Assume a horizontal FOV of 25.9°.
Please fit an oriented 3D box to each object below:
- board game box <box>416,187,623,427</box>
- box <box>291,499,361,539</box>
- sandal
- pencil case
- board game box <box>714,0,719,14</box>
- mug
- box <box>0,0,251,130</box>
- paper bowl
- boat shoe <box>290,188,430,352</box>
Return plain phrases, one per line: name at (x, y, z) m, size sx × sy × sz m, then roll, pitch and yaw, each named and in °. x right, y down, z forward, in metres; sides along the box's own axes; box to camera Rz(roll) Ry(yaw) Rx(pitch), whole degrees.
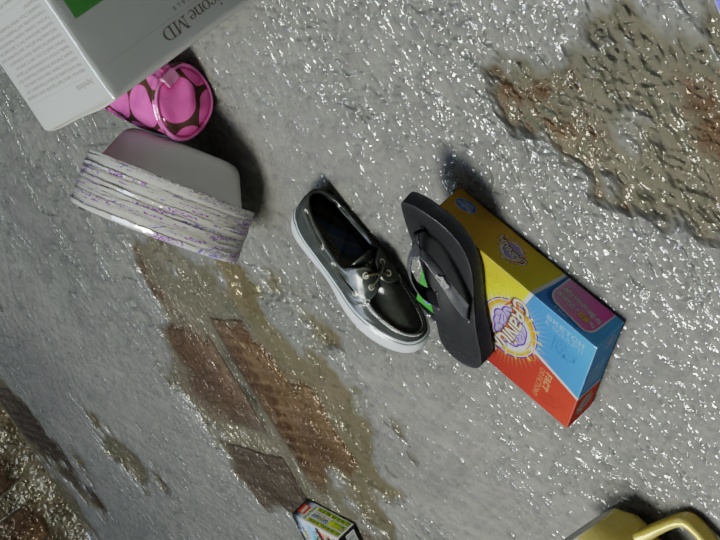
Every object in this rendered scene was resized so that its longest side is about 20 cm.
board game box at (0.144, 0.036, 1.460) m, size 0.200 × 0.040 × 0.154 m, roll 41°, pitch 152°, yaw 20°
box at (-0.020, 0.427, 2.237) m, size 0.110 × 0.035 × 0.201 m, roll 18°, pitch 139°, yaw 48°
sandal at (0.079, 0.017, 1.442) m, size 0.076 × 0.043 × 0.202 m, roll 22°, pitch 142°, yaw 44°
pencil case at (-0.251, -0.208, 1.727) m, size 0.199 × 0.091 × 0.094 m, roll 22°, pitch 138°, yaw 41°
board game box at (0.272, -0.229, 0.846) m, size 0.199 × 0.097 × 0.160 m, roll 4°, pitch 128°, yaw 56°
mug at (0.275, 0.311, 1.541) m, size 0.154 × 0.186 × 0.149 m, roll 55°, pitch -172°, yaw 9°
box at (-0.247, -0.268, 1.510) m, size 0.172 × 0.199 × 0.199 m, roll 57°, pitch 153°, yaw -15°
paper bowl at (-0.213, -0.089, 1.737) m, size 0.199 × 0.105 × 0.201 m, roll 20°, pitch -179°, yaw 0°
boat shoe at (0.000, 0.000, 1.615) m, size 0.200 × 0.068 × 0.057 m, roll 48°, pitch 154°, yaw 11°
